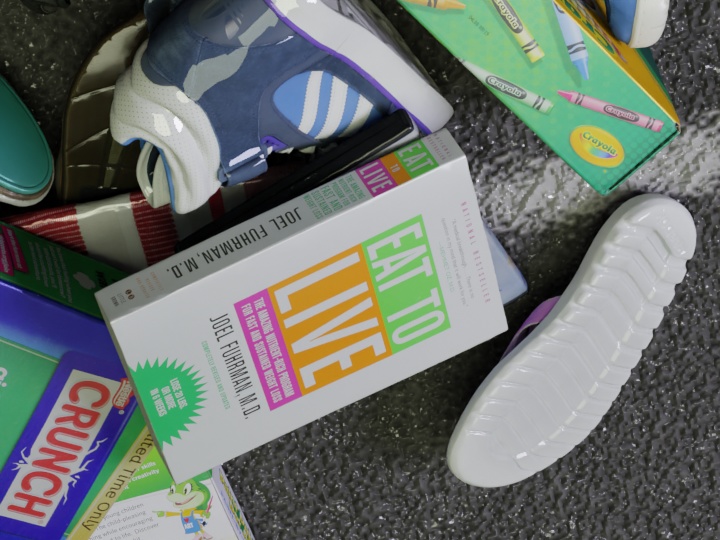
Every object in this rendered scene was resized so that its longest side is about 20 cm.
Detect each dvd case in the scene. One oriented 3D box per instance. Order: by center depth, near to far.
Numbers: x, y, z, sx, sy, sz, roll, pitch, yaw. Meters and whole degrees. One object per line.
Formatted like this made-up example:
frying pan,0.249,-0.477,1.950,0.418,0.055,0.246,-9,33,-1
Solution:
dvd case,0.000,0.000,1.334,0.142,0.018,0.200,-31,146,6

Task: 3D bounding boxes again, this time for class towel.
towel,-0.116,0.011,1.362,0.199,0.023,0.144,-11,135,-1

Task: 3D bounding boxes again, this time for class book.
book,-0.029,0.017,1.272,0.199,0.048,0.134,-26,139,-9

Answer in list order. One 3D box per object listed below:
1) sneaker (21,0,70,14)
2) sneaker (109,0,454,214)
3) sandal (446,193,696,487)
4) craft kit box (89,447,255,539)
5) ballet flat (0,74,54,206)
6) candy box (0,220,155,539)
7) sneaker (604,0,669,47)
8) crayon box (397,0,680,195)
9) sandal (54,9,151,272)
sneaker,-0.146,-0.187,1.258,0.199,0.071,0.098,-14,117,6
sneaker,-0.050,-0.084,1.273,0.146,0.081,0.200,-41,152,11
sandal,0.121,0.040,1.409,0.082,0.050,0.203,34,99,-35
craft kit box,-0.160,0.190,1.472,0.199,0.049,0.198,-19,120,6
ballet flat,-0.249,-0.105,1.306,0.069,0.070,0.200,-41,109,17
candy box,-0.210,0.061,1.315,0.199,0.077,0.169,22,116,-28
sneaker,0.093,-0.207,1.244,0.111,0.077,0.201,-10,104,-2
crayon box,0.074,-0.143,1.267,0.058,0.119,0.200,-41,113,17
sandal,-0.126,-0.068,1.335,0.081,0.055,0.201,3,133,-13
